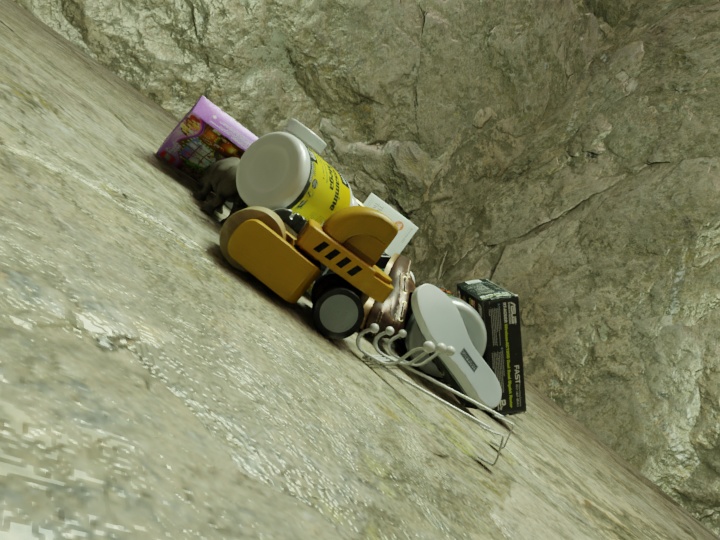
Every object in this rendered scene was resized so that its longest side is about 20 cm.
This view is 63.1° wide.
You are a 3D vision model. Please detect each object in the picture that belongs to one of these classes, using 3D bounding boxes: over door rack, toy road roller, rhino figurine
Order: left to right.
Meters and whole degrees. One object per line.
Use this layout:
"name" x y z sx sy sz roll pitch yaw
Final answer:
"rhino figurine" -0.212 -0.136 0.908 0.060 0.088 0.200 35 4 -34
"toy road roller" -0.047 -0.030 0.680 0.200 0.146 0.123 36 3 -10
"over door rack" 0.101 0.131 0.695 0.200 0.067 0.148 38 5 21

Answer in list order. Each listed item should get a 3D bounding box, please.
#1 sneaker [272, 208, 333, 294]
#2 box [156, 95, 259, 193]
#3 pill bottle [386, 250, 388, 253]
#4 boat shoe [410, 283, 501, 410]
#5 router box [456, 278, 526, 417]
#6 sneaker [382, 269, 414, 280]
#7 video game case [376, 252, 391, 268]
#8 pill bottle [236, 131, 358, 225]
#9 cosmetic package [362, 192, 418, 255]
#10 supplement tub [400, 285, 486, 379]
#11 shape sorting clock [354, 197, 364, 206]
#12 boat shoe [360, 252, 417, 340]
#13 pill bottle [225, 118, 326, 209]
"sneaker" -0.070 -0.010 0.815 0.200 0.078 0.090 47 -24 -24
"box" -0.254 -0.204 1.003 0.137 0.039 0.200 35 -27 -24
"pill bottle" -0.042 -0.061 1.377 0.200 0.113 0.113 35 4 -19
"boat shoe" 0.122 0.113 0.822 0.057 0.069 0.200 -27 -83 51
"router box" 0.220 0.126 0.996 0.062 0.201 0.150 -8 10 -6
"sneaker" 0.000 0.000 1.011 0.199 0.078 0.091 14 6 0
"video game case" -0.077 -0.052 0.972 0.199 0.026 0.181 1 25 -32
"pill bottle" -0.081 -0.112 0.861 0.112 0.113 0.200 39 5 28
"cosmetic package" 0.029 -0.072 1.492 0.151 0.200 0.052 36 5 -2
"supplement tub" 0.123 0.091 0.951 0.122 0.123 0.200 36 3 -7
"shape sorting clock" -0.048 -0.075 1.145 0.200 0.200 0.039 37 46 5
"boat shoe" 0.053 0.040 0.887 0.070 0.071 0.200 17 34 9
"pill bottle" -0.155 -0.179 1.096 0.111 0.200 0.111 37 3 -3
